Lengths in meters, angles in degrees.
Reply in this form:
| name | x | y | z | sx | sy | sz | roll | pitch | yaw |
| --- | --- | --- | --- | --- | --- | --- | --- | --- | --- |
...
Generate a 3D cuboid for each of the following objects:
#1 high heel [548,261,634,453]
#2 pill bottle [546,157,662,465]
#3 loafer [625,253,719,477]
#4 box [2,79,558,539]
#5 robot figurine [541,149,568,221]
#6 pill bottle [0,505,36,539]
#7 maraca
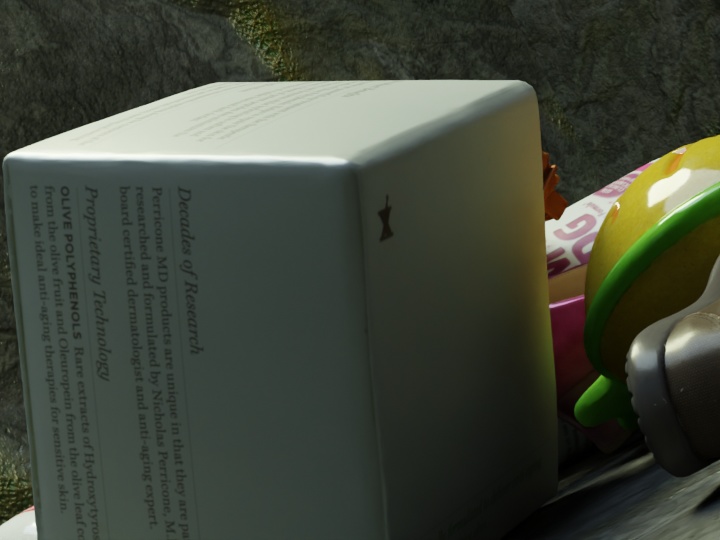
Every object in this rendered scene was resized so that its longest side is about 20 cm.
| name | x | y | z | sx | sy | sz | roll | pitch | yaw |
| --- | --- | --- | --- | --- | --- | --- | --- | --- | --- |
| high heel | 0.137 | -0.016 | 1.353 | 0.200 | 0.096 | 0.067 | -53 | 15 | 3 |
| pill bottle | 0.100 | 0.035 | 1.433 | 0.199 | 0.114 | 0.113 | -29 | 0 | -11 |
| loafer | 0.170 | 0.027 | 1.081 | 0.071 | 0.073 | 0.200 | -16 | 11 | 30 |
| box | -0.027 | 0.027 | 1.227 | 0.170 | 0.201 | 0.199 | 1 | 13 | 25 |
| robot figurine | 0.000 | 0.000 | 1.401 | 0.199 | 0.058 | 0.145 | -22 | 21 | 32 |
| pill bottle | -0.142 | 0.169 | 1.536 | 0.108 | 0.109 | 0.200 | -28 | 0 | 36 |
| maraca | 0.158 | 0.012 | 1.260 | 0.136 | 0.107 | 0.200 | -17 | -29 | -16 |
